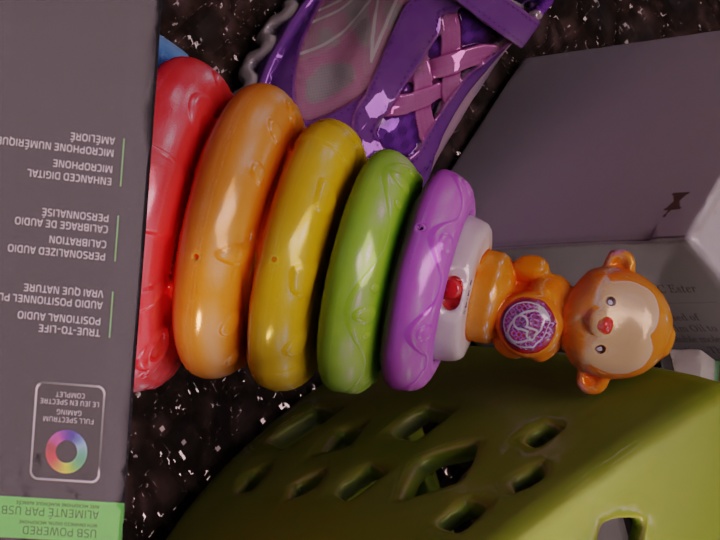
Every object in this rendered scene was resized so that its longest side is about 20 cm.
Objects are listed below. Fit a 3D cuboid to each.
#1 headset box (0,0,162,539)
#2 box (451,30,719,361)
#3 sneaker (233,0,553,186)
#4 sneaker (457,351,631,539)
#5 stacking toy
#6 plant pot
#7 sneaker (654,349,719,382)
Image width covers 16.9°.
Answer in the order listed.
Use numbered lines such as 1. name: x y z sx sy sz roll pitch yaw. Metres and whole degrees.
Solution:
1. headset box: -0.147 -0.014 0.603 0.173 0.093 0.202 6 85 -22
2. box: 0.143 0.017 0.918 0.200 0.152 0.107 49 60 -28
3. sneaker: 0.022 -0.086 0.862 0.080 0.088 0.201 36 67 -35
4. sneaker: 0.084 0.108 0.927 0.073 0.084 0.201 -45 137 -40
5. stacking toy: 0.000 0.000 0.754 0.110 0.199 0.117 10 94 -81
6. plant pot: 0.022 0.153 0.787 0.181 0.199 0.201 -28 106 -31
7. sneaker: 0.151 0.109 0.850 0.077 0.088 0.201 -80 162 -45
